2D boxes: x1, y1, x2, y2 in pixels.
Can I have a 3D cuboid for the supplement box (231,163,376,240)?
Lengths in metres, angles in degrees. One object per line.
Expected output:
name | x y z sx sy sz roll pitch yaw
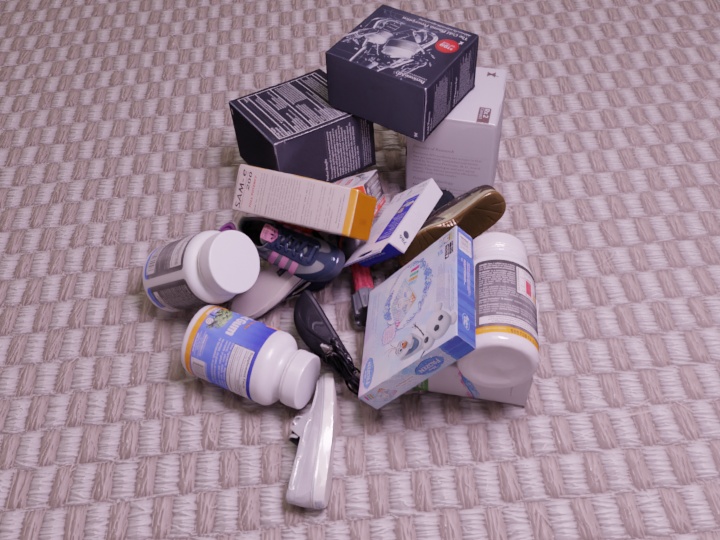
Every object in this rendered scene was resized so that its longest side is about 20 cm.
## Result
supplement box | -0.085 -0.106 1.178 0.195 0.126 0.076 13 93 14

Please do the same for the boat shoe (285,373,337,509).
boat shoe | -0.070 0.240 1.080 0.067 0.073 0.204 2 58 5

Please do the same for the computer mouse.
computer mouse | -0.060 0.109 1.165 0.052 0.139 0.201 -33 44 -2

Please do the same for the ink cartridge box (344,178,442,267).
ink cartridge box | 0.055 -0.066 1.232 0.098 0.039 0.201 -20 26 48

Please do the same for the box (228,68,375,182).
box | -0.105 -0.247 1.356 0.195 0.125 0.200 -23 42 -21

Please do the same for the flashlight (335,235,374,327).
flashlight | 0.000 0.000 1.270 0.066 0.068 0.203 19 37 -26

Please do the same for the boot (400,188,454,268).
boot | 0.162 -0.074 1.319 0.195 0.077 0.171 -3 52 10

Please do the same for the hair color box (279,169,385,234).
hair color box | -0.064 -0.111 1.316 0.195 0.065 0.111 -14 17 19

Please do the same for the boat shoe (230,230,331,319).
boat shoe | -0.120 0.027 1.267 0.198 0.093 0.075 -37 54 10

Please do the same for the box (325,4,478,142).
box | 0.071 -0.336 1.263 0.197 0.106 0.183 25 54 23

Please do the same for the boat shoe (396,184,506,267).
boat shoe | 0.146 -0.069 1.234 0.197 0.074 0.065 -30 26 9

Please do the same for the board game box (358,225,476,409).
board game box | 0.081 0.067 1.075 0.043 0.198 0.203 33 41 -25

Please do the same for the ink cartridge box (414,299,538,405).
ink cartridge box | 0.167 0.112 1.154 0.195 0.085 0.147 7 50 11

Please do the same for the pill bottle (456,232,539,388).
pill bottle | 0.193 0.052 1.068 0.113 0.118 0.203 3 50 7

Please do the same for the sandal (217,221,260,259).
sandal | -0.228 -0.028 1.296 0.083 0.050 0.203 -46 35 4

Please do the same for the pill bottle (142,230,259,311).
pill bottle | -0.255 0.000 1.205 0.197 0.115 0.115 -10 36 45

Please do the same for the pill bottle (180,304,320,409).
pill bottle | -0.163 0.135 1.141 0.196 0.114 0.113 18 52 19

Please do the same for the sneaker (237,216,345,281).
sneaker | -0.116 -0.037 1.185 0.197 0.082 0.072 15 75 34

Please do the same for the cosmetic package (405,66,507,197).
cosmetic package | 0.175 -0.247 1.387 0.161 0.203 0.167 8 49 11
